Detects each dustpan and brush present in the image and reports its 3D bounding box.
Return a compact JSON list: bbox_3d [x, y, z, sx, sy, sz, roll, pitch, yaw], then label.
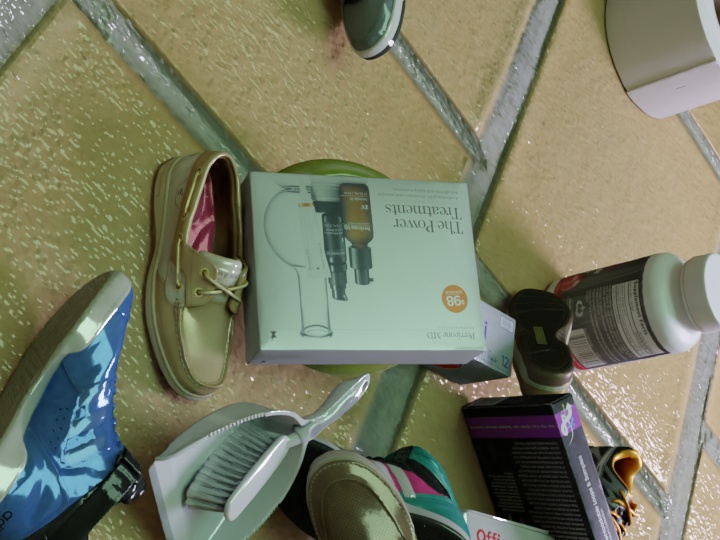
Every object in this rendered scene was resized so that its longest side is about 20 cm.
[{"bbox_3d":[-0.067,0.136,0.939,0.200,0.057,0.141,-46,146,-36],"label":"dustpan and brush"}]

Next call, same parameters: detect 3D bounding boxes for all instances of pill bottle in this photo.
[{"bbox_3d":[0.311,0.043,1.358,0.110,0.198,0.112,19,64,-45],"label":"pill bottle"}]

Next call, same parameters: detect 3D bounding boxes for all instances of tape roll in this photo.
[{"bbox_3d":[0.446,-0.325,1.675,0.201,0.138,0.206,19,64,-45],"label":"tape roll"}]

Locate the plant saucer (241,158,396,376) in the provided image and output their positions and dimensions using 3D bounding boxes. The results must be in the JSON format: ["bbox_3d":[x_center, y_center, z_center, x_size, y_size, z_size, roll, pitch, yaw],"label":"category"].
[{"bbox_3d":[-0.012,-0.010,1.065,0.197,0.031,0.203,7,70,-18],"label":"plant saucer"}]

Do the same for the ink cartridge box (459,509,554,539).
[{"bbox_3d":[0.106,0.334,1.122,0.145,0.084,0.203,25,60,-41],"label":"ink cartridge box"}]

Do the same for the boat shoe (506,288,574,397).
[{"bbox_3d":[0.183,0.089,1.283,0.201,0.071,0.077,-72,168,-64],"label":"boat shoe"}]

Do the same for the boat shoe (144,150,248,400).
[{"bbox_3d":[-0.124,-0.001,0.973,0.073,0.069,0.203,8,72,-47],"label":"boat shoe"}]

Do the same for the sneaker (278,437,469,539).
[{"bbox_3d":[0.007,0.185,1.053,0.199,0.084,0.121,32,12,-5],"label":"sneaker"}]

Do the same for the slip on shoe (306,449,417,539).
[{"bbox_3d":[0.013,0.238,0.962,0.061,0.075,0.202,-87,159,-78],"label":"slip on shoe"}]

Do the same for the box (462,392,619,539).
[{"bbox_3d":[0.182,0.221,1.198,0.036,0.142,0.203,-20,94,-32],"label":"box"}]

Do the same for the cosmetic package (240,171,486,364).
[{"bbox_3d":[0.000,0.000,1.022,0.197,0.052,0.153,1,73,-20],"label":"cosmetic package"}]

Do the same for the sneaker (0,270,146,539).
[{"bbox_3d":[-0.190,0.106,0.856,0.111,0.076,0.201,41,54,-25],"label":"sneaker"}]

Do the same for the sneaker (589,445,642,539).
[{"bbox_3d":[0.255,0.260,1.298,0.079,0.076,0.201,53,34,-31],"label":"sneaker"}]

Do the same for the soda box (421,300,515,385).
[{"bbox_3d":[0.064,0.048,1.174,0.199,0.068,0.064,28,61,-40],"label":"soda box"}]

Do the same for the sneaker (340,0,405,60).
[{"bbox_3d":[-0.017,-0.312,1.180,0.120,0.083,0.203,25,53,-48],"label":"sneaker"}]
